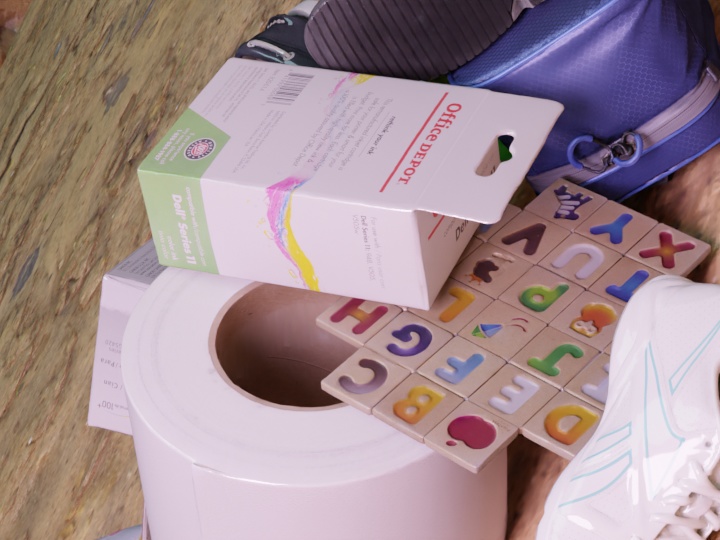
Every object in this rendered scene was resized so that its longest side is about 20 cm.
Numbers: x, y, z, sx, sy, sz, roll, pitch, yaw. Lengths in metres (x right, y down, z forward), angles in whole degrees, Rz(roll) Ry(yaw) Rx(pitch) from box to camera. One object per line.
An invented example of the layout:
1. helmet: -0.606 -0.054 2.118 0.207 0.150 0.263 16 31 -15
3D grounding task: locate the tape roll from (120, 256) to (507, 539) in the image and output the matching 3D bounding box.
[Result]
1. tape roll: -0.021 0.085 1.093 0.203 0.201 0.140 -82 -8 -48

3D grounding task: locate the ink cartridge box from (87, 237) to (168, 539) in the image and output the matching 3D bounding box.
1. ink cartridge box: -0.105 0.058 1.235 0.200 0.044 0.177 -45 -34 -65

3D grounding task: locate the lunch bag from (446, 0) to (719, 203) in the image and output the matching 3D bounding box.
1. lunch bag: 0.136 -0.122 1.175 0.135 0.132 0.201 -30 31 20

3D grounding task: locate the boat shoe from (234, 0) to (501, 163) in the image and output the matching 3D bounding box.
1. boat shoe: 0.004 -0.084 1.191 0.060 0.076 0.200 -33 48 -24

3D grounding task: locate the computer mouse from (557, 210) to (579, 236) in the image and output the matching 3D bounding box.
1. computer mouse: 0.096 0.000 1.195 0.059 0.034 0.200 -62 7 -10

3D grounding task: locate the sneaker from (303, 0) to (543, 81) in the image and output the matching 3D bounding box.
1. sneaker: 0.059 -0.171 1.128 0.199 0.074 0.089 -26 31 7

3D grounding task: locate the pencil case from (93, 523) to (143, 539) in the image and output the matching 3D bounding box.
1. pencil case: -0.113 0.200 1.332 0.199 0.090 0.084 -20 48 43

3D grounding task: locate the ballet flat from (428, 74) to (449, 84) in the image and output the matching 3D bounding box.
1. ballet flat: 0.059 -0.131 1.291 0.067 0.200 0.067 -10 79 30

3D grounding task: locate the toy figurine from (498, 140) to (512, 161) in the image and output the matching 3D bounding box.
1. toy figurine: 0.000 0.000 1.304 0.200 0.149 0.185 -32 -38 -57

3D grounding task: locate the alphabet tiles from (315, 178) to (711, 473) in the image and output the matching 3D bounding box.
1. alphabet tiles: 0.082 0.022 1.041 0.166 0.006 0.200 27 51 32

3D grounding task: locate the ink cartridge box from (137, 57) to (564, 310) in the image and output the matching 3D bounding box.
1. ink cartridge box: 0.000 -0.045 1.076 0.117 0.199 0.068 -56 -33 -45

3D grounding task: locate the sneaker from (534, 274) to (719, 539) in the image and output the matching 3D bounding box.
1. sneaker: 0.140 0.095 0.943 0.080 0.070 0.202 5 71 49
